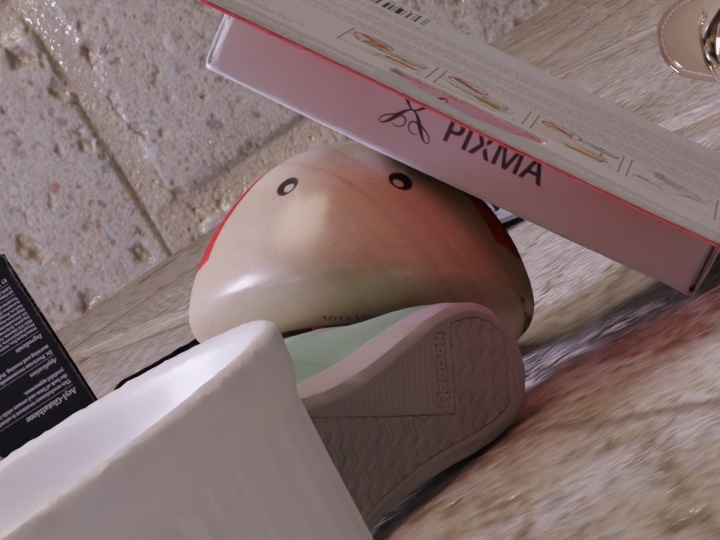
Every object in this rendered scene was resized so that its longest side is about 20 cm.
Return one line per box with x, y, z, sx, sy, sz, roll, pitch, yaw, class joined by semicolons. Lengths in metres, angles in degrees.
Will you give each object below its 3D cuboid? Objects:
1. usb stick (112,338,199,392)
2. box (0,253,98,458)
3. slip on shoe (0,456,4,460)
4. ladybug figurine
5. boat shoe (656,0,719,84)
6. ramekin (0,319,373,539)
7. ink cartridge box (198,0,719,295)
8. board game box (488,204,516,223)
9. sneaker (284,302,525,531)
-0.071;0.049;1.488;0.200;0.033;0.056;-29;27;36;usb stick
-0.241;0.102;1.444;0.200;0.141;0.079;-33;3;-6;box
-0.250;0.171;1.339;0.200;0.076;0.061;-42;-32;-14;slip on shoe
0.000;0.000;1.043;0.135;0.072;0.200;-3;-14;1;ladybug figurine
0.203;-0.128;1.365;0.065;0.072;0.200;-33;11;-23;boat shoe
-0.083;0.107;0.712;0.200;0.098;0.200;-31;5;3;ramekin
0.039;-0.050;0.957;0.044;0.199;0.174;-65;-4;16;ink cartridge box
0.052;-0.047;1.576;0.126;0.035;0.200;-21;8;11;board game box
-0.047;0.073;0.918;0.200;0.074;0.118;-24;6;-38;sneaker
